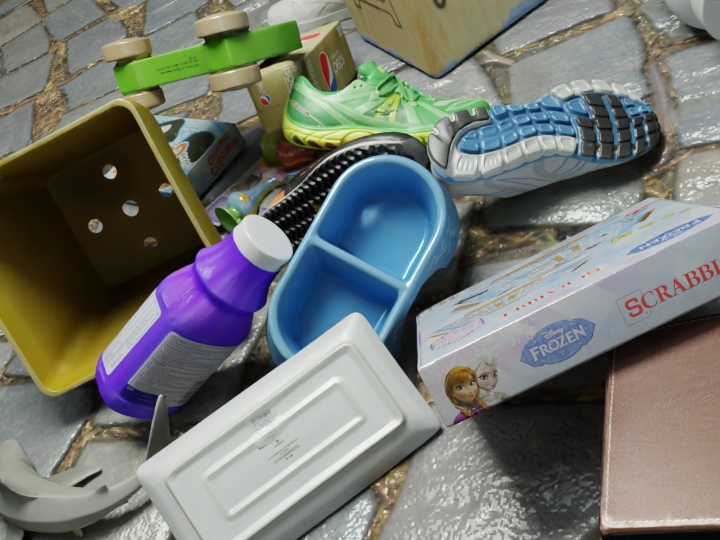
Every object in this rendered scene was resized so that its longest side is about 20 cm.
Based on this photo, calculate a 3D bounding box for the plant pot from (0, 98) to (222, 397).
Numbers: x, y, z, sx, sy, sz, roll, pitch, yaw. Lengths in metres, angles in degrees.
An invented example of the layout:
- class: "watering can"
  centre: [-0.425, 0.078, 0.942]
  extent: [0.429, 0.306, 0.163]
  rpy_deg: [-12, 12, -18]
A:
- class: "plant pot"
  centre: [-0.233, -0.039, 0.876]
  extent: [0.199, 0.201, 0.176]
  rpy_deg: [-26, 16, 7]

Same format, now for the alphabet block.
- class: "alphabet block"
  centre: [0.073, -0.366, 1.026]
  extent: [0.195, 0.200, 0.196]
  rpy_deg: [-38, 39, -9]

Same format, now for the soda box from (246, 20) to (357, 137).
- class: "soda box"
  centre: [-0.059, -0.207, 0.999]
  extent: [0.067, 0.064, 0.200]
  rpy_deg: [-15, 21, 16]

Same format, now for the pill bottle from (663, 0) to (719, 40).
- class: "pill bottle"
  centre: [0.314, -0.288, 0.851]
  extent: [0.112, 0.112, 0.200]
  rpy_deg: [-21, 38, 13]

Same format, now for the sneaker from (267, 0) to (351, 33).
- class: "sneaker"
  centre: [-0.050, -0.371, 1.184]
  extent: [0.199, 0.116, 0.074]
  rpy_deg: [-9, 44, 28]

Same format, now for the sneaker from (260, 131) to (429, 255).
- class: "sneaker"
  centre: [-0.013, -0.085, 0.848]
  extent: [0.200, 0.070, 0.090]
  rpy_deg: [-28, 26, 41]

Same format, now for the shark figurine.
- class: "shark figurine"
  centre: [-0.244, 0.167, 0.745]
  extent: [0.214, 0.090, 0.129]
  rpy_deg: [-12, 43, 26]

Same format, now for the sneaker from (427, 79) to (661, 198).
- class: "sneaker"
  centre: [0.150, -0.102, 0.792]
  extent: [0.199, 0.087, 0.075]
  rpy_deg: [-8, 67, -5]

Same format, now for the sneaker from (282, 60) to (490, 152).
- class: "sneaker"
  centre: [0.027, -0.153, 0.875]
  extent: [0.199, 0.084, 0.074]
  rpy_deg: [0, 3, -1]

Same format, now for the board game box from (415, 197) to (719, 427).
- class: "board game box"
  centre: [0.132, 0.017, 0.614]
  extent: [0.199, 0.041, 0.200]
  rpy_deg: [-27, 4, 6]

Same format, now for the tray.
- class: "tray"
  centre: [-0.052, 0.126, 0.663]
  extent: [0.200, 0.022, 0.108]
  rpy_deg: [-36, 76, -5]

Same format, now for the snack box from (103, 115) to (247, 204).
- class: "snack box"
  centre: [-0.237, -0.129, 1.104]
  extent: [0.199, 0.037, 0.116]
  rpy_deg: [12, 55, 41]

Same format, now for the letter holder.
- class: "letter holder"
  centre: [0.236, 0.098, 0.491]
  extent: [0.199, 0.101, 0.143]
  rpy_deg: [-10, 41, 25]

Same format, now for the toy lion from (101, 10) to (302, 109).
- class: "toy lion"
  centre: [-0.137, -0.212, 0.922]
  extent: [0.199, 0.069, 0.191]
  rpy_deg: [-3, 18, 36]

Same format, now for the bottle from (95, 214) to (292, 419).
- class: "bottle"
  centre: [-0.131, 0.039, 0.755]
  extent: [0.200, 0.083, 0.065]
  rpy_deg: [-47, 52, 26]

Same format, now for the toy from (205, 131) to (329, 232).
- class: "toy"
  centre: [-0.078, -0.120, 0.979]
  extent: [0.115, 0.047, 0.200]
  rpy_deg: [18, 59, 42]

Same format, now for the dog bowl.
- class: "dog bowl"
  centre: [0.000, 0.000, 0.725]
  extent: [0.111, 0.050, 0.201]
  rpy_deg: [28, 82, 10]
